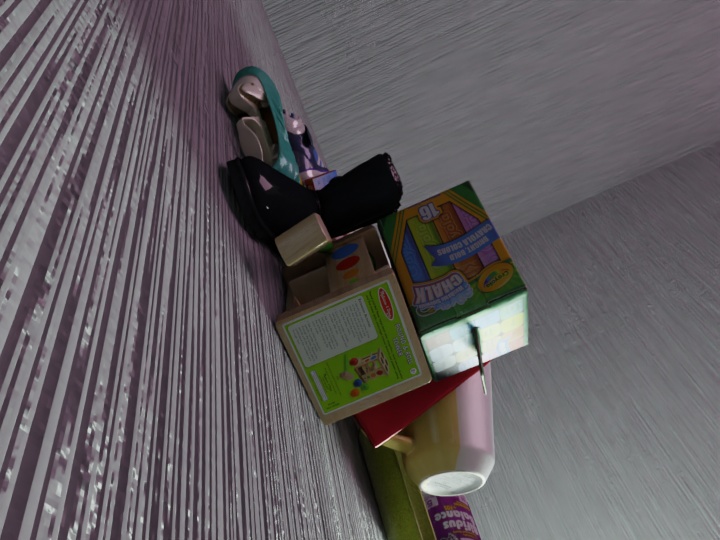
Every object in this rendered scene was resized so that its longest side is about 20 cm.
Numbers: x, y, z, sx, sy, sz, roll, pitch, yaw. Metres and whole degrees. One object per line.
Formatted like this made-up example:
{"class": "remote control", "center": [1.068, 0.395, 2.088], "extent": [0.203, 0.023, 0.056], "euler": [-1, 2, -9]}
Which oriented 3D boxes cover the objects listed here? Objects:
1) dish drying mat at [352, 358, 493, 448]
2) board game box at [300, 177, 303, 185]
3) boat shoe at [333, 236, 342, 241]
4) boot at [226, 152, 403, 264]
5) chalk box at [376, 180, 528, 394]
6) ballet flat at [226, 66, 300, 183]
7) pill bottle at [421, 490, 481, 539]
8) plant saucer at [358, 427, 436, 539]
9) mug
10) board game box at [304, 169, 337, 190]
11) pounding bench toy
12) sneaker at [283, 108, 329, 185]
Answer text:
{"class": "dish drying mat", "center": [0.074, 0.121, 0.628], "extent": [0.077, 0.196, 0.018], "euler": [50, -21, 25]}
{"class": "board game box", "center": [-0.114, -0.139, 0.813], "extent": [0.135, 0.033, 0.207], "euler": [55, 15, -77]}
{"class": "boat shoe", "center": [0.000, 0.000, 0.829], "extent": [0.202, 0.070, 0.077], "euler": [56, 49, -33]}
{"class": "boot", "center": [-0.039, -0.088, 0.576], "extent": [0.201, 0.163, 0.079], "euler": [61, 4, -68]}
{"class": "chalk box", "center": [0.111, 0.031, 0.589], "extent": [0.126, 0.120, 0.205], "euler": [64, 5, -55]}
{"class": "ballet flat", "center": [-0.126, -0.182, 0.641], "extent": [0.070, 0.066, 0.206], "euler": [27, 39, -64]}
{"class": "pill bottle", "center": [0.154, 0.472, 0.876], "extent": [0.202, 0.109, 0.115], "euler": [-107, 174, -61]}
{"class": "plant saucer", "center": [0.051, 0.302, 0.740], "extent": [0.201, 0.046, 0.206], "euler": [64, 6, -62]}
{"class": "mug", "center": [0.089, 0.194, 0.674], "extent": [0.152, 0.178, 0.157], "euler": [84, 3, -50]}
{"class": "board game box", "center": [-0.046, -0.066, 0.931], "extent": [0.103, 0.019, 0.208], "euler": [-38, 118, -63]}
{"class": "pounding bench toy", "center": [-0.024, 0.016, 0.563], "extent": [0.157, 0.120, 0.206], "euler": [-105, 173, -66]}
{"class": "sneaker", "center": [-0.113, -0.230, 1.004], "extent": [0.200, 0.078, 0.152], "euler": [-39, 112, -81]}
